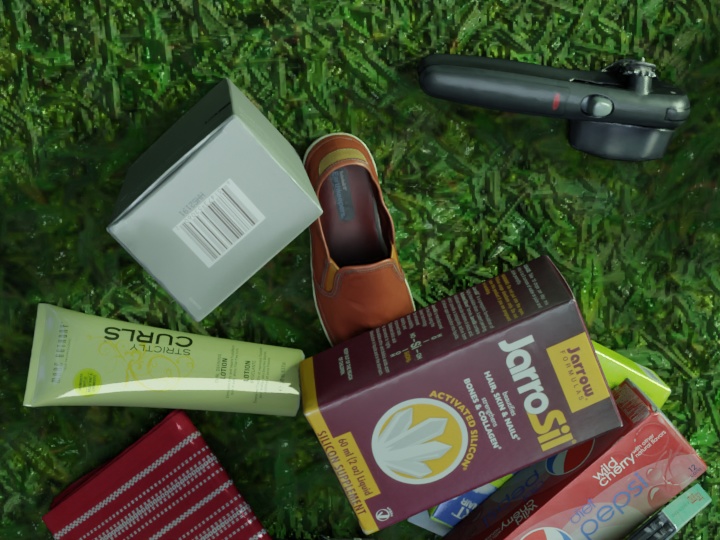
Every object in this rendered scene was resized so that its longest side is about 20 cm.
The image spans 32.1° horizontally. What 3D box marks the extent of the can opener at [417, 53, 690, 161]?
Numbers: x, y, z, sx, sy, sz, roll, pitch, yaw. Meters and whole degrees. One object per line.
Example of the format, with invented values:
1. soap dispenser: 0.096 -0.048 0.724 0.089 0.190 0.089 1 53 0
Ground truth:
1. can opener: 0.138 -0.125 0.895 0.199 0.063 0.079 9 105 -10

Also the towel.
1. towel: -0.133 0.220 0.934 0.144 0.022 0.200 -37 83 11

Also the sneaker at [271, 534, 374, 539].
1. sneaker: -0.032 0.236 0.979 0.200 0.066 0.091 36 83 -7

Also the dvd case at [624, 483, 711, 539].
1. dvd case: 0.177 0.241 0.955 0.200 0.146 0.022 -45 72 17

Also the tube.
1. tube: -0.142 0.073 0.923 0.199 0.058 0.052 8 121 -7

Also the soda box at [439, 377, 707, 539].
1. soda box: 0.154 0.177 0.935 0.200 0.063 0.070 -42 107 6

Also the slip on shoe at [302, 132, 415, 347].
1. slip on shoe: 0.000 0.000 0.915 0.074 0.061 0.201 -13 108 -5

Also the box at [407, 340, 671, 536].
1. box: 0.137 0.145 0.981 0.122 0.048 0.200 27 100 -13

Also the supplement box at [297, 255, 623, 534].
1. supplement box: 0.069 0.087 0.887 0.199 0.086 0.111 -24 112 4

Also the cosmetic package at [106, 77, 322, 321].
1. cosmetic package: -0.095 -0.053 0.816 0.107 0.200 0.090 -42 108 3
